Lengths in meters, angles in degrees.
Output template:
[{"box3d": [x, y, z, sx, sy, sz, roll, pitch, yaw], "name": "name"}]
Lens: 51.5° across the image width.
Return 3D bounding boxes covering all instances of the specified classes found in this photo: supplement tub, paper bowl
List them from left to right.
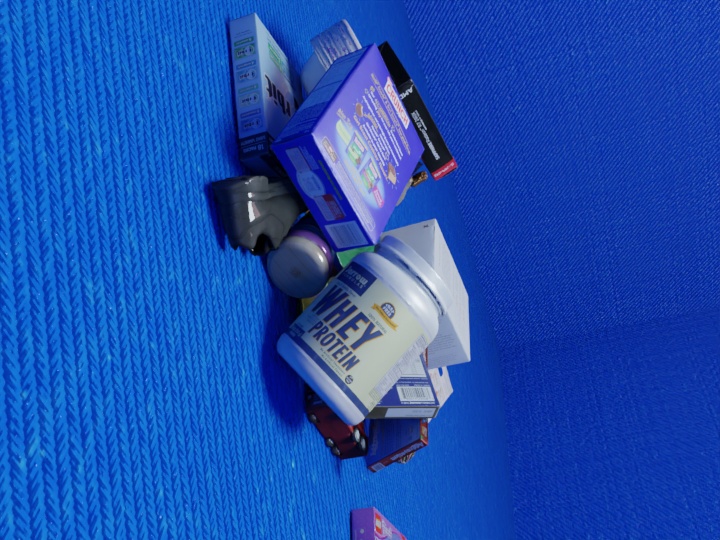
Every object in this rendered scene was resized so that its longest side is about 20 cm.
[{"box3d": [-0.019, -0.261, 1.127, 0.204, 0.103, 0.201, 61, 4, -8], "name": "paper bowl"}, {"box3d": [0.007, 0.072, 0.929, 0.145, 0.200, 0.145, 42, -10, 9], "name": "supplement tub"}]

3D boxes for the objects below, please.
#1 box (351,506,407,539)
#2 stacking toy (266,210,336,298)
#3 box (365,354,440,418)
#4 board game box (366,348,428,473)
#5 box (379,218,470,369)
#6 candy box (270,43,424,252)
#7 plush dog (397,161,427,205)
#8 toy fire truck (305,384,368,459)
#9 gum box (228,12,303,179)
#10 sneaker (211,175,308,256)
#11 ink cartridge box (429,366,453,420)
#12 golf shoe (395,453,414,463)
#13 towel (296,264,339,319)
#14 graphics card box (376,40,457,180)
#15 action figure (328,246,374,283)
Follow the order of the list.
[{"box3d": [0.036, 0.454, 1.118, 0.201, 0.038, 0.140, 60, 24, -51], "name": "box"}, {"box3d": [-0.055, -0.049, 1.018, 0.201, 0.083, 0.087, -62, 138, -55], "name": "stacking toy"}, {"box3d": [0.030, 0.121, 1.057, 0.203, 0.118, 0.033, -105, -155, -45], "name": "box"}, {"box3d": [0.056, 0.187, 1.090, 0.019, 0.102, 0.203, 40, 33, -26], "name": "board game box"}, {"box3d": [0.110, 0.045, 1.275, 0.155, 0.104, 0.202, -83, 152, -46], "name": "box"}, {"box3d": [-0.008, -0.157, 0.955, 0.171, 0.075, 0.202, 58, 44, -31], "name": "candy box"}, {"box3d": [0.012, -0.191, 1.306, 0.173, 0.158, 0.201, 52, -21, 18], "name": "plush dog"}, {"box3d": [-0.022, 0.191, 1.086, 0.202, 0.047, 0.144, 63, 21, -44], "name": "toy fire truck"}, {"box3d": [-0.121, -0.215, 1.030, 0.170, 0.043, 0.206, 42, 38, -68], "name": "gum box"}, {"box3d": [-0.116, -0.066, 0.908, 0.199, 0.074, 0.094, -15, 99, -66], "name": "sneaker"}, {"box3d": [0.096, 0.209, 1.395, 0.200, 0.049, 0.165, -40, 119, -51], "name": "ink cartridge box"}, {"box3d": [0.045, 0.219, 1.230, 0.071, 0.092, 0.205, 10, 60, -36], "name": "golf shoe"}, {"box3d": [-0.059, 0.050, 1.105, 0.200, 0.022, 0.148, 33, 48, -69], "name": "towel"}, {"box3d": [0.082, -0.254, 1.199, 0.201, 0.050, 0.127, 52, 11, -47], "name": "graphics card box"}, {"box3d": [0.000, 0.000, 1.215, 0.200, 0.053, 0.121, -51, 126, -66], "name": "action figure"}]
